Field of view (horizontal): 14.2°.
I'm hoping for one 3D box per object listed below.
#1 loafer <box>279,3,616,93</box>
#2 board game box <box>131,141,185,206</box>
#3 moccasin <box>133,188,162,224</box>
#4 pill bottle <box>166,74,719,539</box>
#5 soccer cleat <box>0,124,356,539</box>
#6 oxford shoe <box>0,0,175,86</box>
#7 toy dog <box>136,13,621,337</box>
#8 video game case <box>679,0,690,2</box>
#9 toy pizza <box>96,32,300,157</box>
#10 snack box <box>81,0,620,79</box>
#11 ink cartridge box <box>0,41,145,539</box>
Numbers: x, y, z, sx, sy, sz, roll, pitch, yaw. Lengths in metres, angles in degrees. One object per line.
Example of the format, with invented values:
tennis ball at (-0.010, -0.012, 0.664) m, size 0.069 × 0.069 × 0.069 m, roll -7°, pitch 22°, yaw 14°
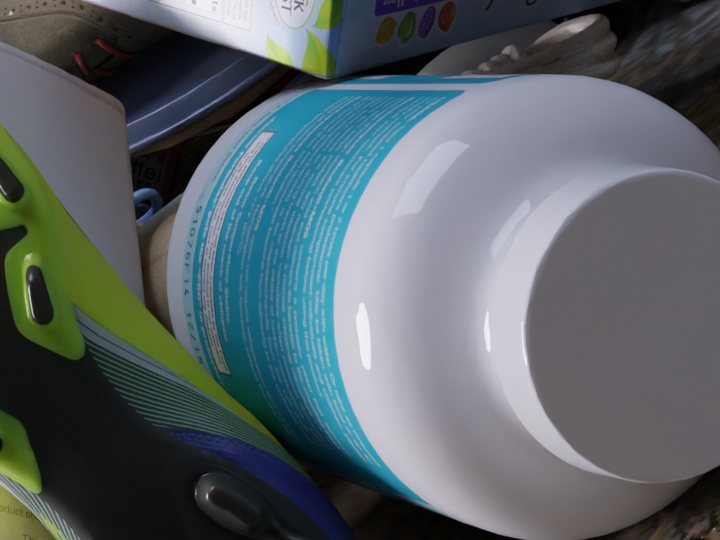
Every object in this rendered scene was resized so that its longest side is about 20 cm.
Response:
loafer at (0.016, -0.057, 1.018) m, size 0.200 × 0.068 × 0.070 m, roll -42°, pitch 8°, yaw -35°
board game box at (-0.187, -0.129, 1.237) m, size 0.200 × 0.199 × 0.201 m, roll -18°, pitch 57°, yaw 62°
moccasin at (-0.117, -0.008, 0.936) m, size 0.068 × 0.199 × 0.081 m, roll -24°, pitch 44°, yaw 67°
pill bottle at (0.030, 0.006, 0.725) m, size 0.111 × 0.111 × 0.200 m, roll -42°, pitch 17°, yaw -14°
soccer cleat at (-0.074, 0.029, 0.738) m, size 0.065 × 0.200 × 0.084 m, roll -41°, pitch -2°, yaw 2°
oxford shoe at (-0.097, -0.083, 1.011) m, size 0.199 × 0.070 × 0.075 m, roll -4°, pitch 71°, yaw 33°
toy dog at (0.000, 0.000, 0.894) m, size 0.199 × 0.097 × 0.132 m, roll -25°, pitch 12°, yaw -9°
video game case at (0.210, -0.184, 1.021) m, size 0.182 × 0.024 × 0.200 m, roll -23°, pitch 22°, yaw 43°
toy pizza at (-0.065, -0.091, 1.073) m, size 0.199 × 0.032 × 0.201 m, roll -25°, pitch 28°, yaw 14°
snack box at (-0.003, -0.112, 0.876) m, size 0.142 × 0.053 × 0.200 m, roll 20°, pitch 24°, yaw 32°
ink cartridge box at (-0.133, 0.052, 0.814) m, size 0.145 × 0.085 × 0.201 m, roll -27°, pitch 55°, yaw 32°
